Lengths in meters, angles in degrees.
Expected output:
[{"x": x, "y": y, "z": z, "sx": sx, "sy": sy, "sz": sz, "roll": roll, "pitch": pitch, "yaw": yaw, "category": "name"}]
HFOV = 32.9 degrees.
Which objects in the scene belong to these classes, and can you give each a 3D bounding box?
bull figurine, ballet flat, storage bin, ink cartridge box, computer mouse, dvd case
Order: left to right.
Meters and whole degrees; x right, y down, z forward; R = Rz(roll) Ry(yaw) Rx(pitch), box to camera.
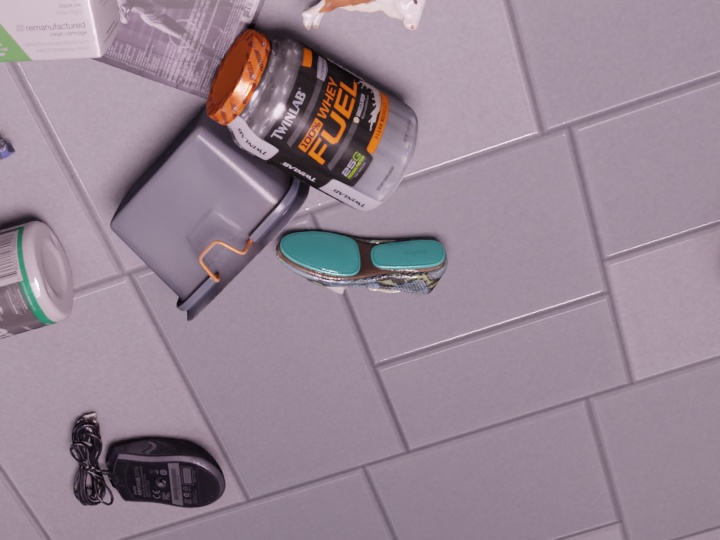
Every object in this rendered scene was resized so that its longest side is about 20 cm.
[{"x": -0.314, "y": -0.303, "z": 1.124, "sx": 0.143, "sy": 0.085, "sz": 0.203, "roll": -2, "pitch": 123, "yaw": 6, "category": "ink cartridge box"}, {"x": -0.263, "y": 0.244, "z": 1.539, "sx": 0.196, "sy": 0.053, "sz": 0.140, "roll": 8, "pitch": 123, "yaw": 3, "category": "computer mouse"}, {"x": -0.204, "y": -0.262, "z": 1.217, "sx": 0.197, "sy": 0.016, "sz": 0.150, "roll": 17, "pitch": 122, "yaw": -17, "category": "dvd case"}, {"x": -0.166, "y": -0.066, "z": 1.290, "sx": 0.134, "sy": 0.146, "sz": 0.200, "roll": 39, "pitch": 113, "yaw": -16, "category": "storage bin"}, {"x": -0.024, "y": -0.298, "z": 1.178, "sx": 0.121, "sy": 0.065, "sz": 0.200, "roll": -36, "pitch": 119, "yaw": 14, "category": "bull figurine"}, {"x": 0.000, "y": 0.000, "z": 1.387, "sx": 0.196, "sy": 0.075, "sz": 0.075, "roll": 5, "pitch": 124, "yaw": -5, "category": "ballet flat"}]

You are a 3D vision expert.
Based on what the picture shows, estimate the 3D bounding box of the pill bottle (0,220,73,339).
[{"x": -0.425, "y": 0.025, "z": 1.333, "sx": 0.197, "sy": 0.114, "sz": 0.114, "roll": -15, "pitch": 125, "yaw": 6, "category": "pill bottle"}]

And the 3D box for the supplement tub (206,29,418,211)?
[{"x": -0.049, "y": -0.154, "z": 1.237, "sx": 0.198, "sy": 0.123, "sz": 0.123, "roll": 26, "pitch": 119, "yaw": -24, "category": "supplement tub"}]

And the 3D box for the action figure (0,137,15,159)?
[{"x": -0.469, "y": -0.128, "z": 1.258, "sx": 0.198, "sy": 0.105, "sz": 0.196, "roll": -25, "pitch": 135, "yaw": -19, "category": "action figure"}]
